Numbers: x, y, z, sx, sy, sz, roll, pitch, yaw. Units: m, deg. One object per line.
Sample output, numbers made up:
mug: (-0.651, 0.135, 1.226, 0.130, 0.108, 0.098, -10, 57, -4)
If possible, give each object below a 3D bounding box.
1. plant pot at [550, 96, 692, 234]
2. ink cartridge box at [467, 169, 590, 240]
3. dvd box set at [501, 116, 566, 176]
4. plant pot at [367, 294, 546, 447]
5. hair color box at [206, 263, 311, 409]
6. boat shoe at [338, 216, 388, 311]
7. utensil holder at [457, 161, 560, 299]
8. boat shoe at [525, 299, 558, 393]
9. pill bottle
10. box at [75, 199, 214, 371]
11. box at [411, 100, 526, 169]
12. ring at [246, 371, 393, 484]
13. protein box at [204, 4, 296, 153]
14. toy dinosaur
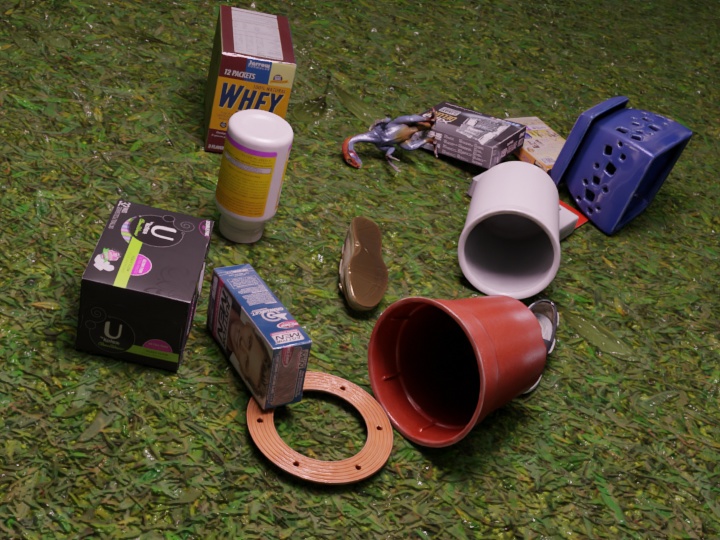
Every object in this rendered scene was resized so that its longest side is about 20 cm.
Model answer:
plant pot: (0.501, -0.219, 1.994, 0.179, 0.201, 0.199, 38, 41, 20)
ink cartridge box: (0.333, -0.137, 1.960, 0.199, 0.044, 0.173, 35, 40, 24)
dvd box set: (0.383, -0.263, 2.161, 0.145, 0.030, 0.200, -10, 43, -35)
plant pot: (0.147, 0.123, 1.410, 0.194, 0.202, 0.201, -11, 43, -47)
hair color box: (-0.142, 0.085, 1.378, 0.060, 0.101, 0.200, -8, 35, -31)
boat shoe: (-0.002, -0.001, 1.626, 0.073, 0.063, 0.202, 18, 40, -20)
utensil holder: (0.260, -0.075, 1.734, 0.168, 0.171, 0.201, 19, 34, 2)
boat shoe: (0.261, 0.113, 1.570, 0.075, 0.061, 0.200, 21, 35, 5)
pill bottle: (-0.174, -0.145, 1.610, 0.103, 0.201, 0.105, 11, 35, -8)
box: (-0.296, 0.017, 1.404, 0.147, 0.125, 0.201, 12, 34, -6)
box: (0.213, -0.278, 2.061, 0.199, 0.050, 0.157, 22, 33, 27)
ring: (-0.054, 0.208, 1.341, 0.198, 0.019, 0.201, 11, 35, -8)
protein box: (-0.208, -0.347, 1.871, 0.133, 0.200, 0.201, 7, 36, -14)
toy dinosaur: (0.058, -0.247, 1.951, 0.179, 0.106, 0.200, -4, 13, 8)
